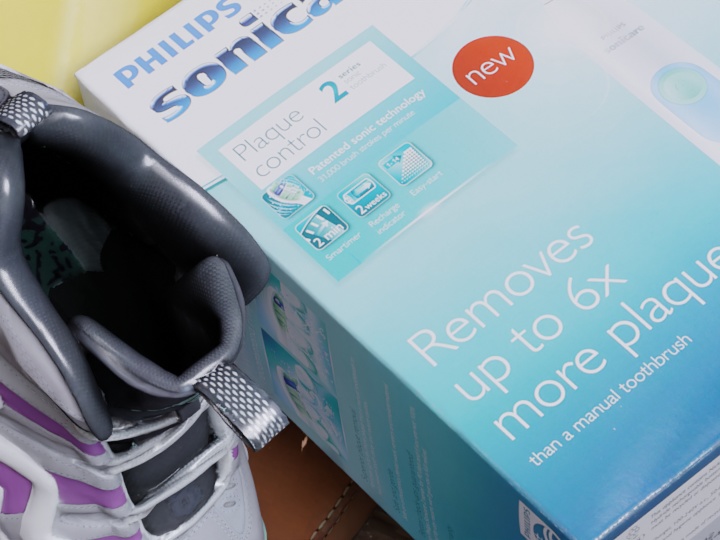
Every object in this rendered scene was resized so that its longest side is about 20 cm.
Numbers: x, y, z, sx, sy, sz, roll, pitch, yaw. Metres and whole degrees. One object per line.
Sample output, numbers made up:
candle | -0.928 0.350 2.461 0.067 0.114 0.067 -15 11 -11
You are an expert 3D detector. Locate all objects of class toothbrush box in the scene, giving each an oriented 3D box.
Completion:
toothbrush box | 0.046 -0.011 0.748 0.146 0.085 0.200 -35 57 -19

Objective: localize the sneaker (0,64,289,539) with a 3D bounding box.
sneaker | -0.055 0.031 0.719 0.078 0.140 0.200 -48 125 -20

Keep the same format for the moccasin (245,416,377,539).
moccasin | 0.001 0.001 0.854 0.074 0.078 0.202 28 77 10

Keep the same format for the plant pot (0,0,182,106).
plant pot | -0.103 -0.131 0.812 0.200 0.201 0.189 4 96 -9
